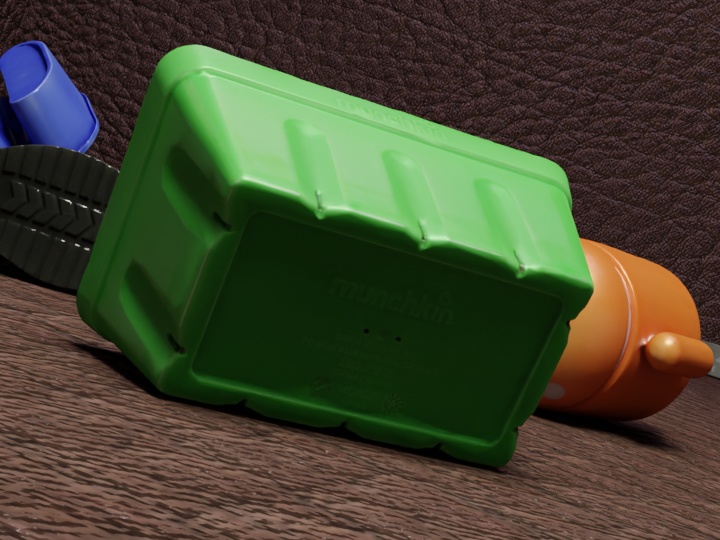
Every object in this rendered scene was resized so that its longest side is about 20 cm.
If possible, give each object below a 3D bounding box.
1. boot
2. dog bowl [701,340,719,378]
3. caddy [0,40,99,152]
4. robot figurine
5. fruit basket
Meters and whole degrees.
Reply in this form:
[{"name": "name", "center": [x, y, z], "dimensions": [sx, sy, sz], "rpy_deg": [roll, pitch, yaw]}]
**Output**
[{"name": "boot", "center": [-0.198, -0.035, 0.781], "dimensions": [0.199, 0.078, 0.138], "rpy_deg": [17, -3, 0]}, {"name": "dog bowl", "center": [0.687, 0.175, 2.311], "dimensions": [0.199, 0.059, 0.200], "rpy_deg": [16, 3, -1]}, {"name": "caddy", "center": [-0.333, -0.138, 1.251], "dimensions": [0.105, 0.141, 0.200], "rpy_deg": [62, -4, -32]}, {"name": "robot figurine", "center": [0.148, 0.039, 0.849], "dimensions": [0.200, 0.117, 0.144], "rpy_deg": [14, 37, -49]}, {"name": "fruit basket", "center": [-0.020, -0.007, 0.580], "dimensions": [0.215, 0.156, 0.216], "rpy_deg": [21, 18, -7]}]
